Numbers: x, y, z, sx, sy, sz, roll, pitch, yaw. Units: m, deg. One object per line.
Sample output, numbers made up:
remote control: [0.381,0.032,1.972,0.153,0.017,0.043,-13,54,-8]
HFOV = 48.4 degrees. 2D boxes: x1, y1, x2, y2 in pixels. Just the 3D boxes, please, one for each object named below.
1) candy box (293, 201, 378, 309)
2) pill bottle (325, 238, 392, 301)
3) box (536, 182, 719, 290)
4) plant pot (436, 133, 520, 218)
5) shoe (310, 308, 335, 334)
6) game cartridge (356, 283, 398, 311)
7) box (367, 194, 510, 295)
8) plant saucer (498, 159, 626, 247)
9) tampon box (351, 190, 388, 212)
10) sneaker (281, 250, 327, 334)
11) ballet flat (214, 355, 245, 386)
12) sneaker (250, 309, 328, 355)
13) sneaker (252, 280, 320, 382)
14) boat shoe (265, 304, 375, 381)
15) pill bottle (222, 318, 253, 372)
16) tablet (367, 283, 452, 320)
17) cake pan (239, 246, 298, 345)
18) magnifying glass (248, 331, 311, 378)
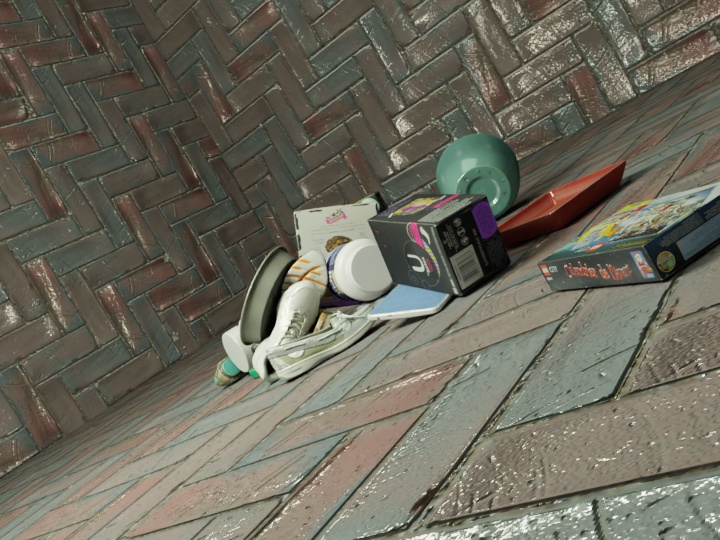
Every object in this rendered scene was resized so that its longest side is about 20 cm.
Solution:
candy box: [-0.039,-0.030,1.604,0.168,0.200,0.072,-7,4,-4]
pill bottle: [0.000,0.000,1.449,0.111,0.111,0.200,-32,4,-12]
box: [0.287,-0.033,0.818,0.137,0.038,0.200,-32,4,-15]
plant pot: [0.279,-0.202,1.861,0.201,0.201,0.161,-30,18,14]
shoe: [-0.064,0.112,1.507,0.200,0.053,0.070,164,125,-84]
game cartridge: [0.084,0.036,1.438,0.133,0.042,0.200,-29,2,-40]
box: [0.118,-0.045,1.254,0.106,0.122,0.200,-30,18,-23]
plant saucer: [0.330,-0.104,1.355,0.200,0.037,0.200,-34,5,-28]
tampon box: [0.021,-0.049,1.724,0.150,0.200,0.126,-30,4,8]
sneaker: [-0.110,0.049,1.508,0.077,0.078,0.200,-69,-1,-66]
ballet flat: [-0.256,0.194,1.782,0.200,0.068,0.075,-38,-7,-46]
sneaker: [-0.154,0.109,1.639,0.200,0.081,0.074,-35,4,-41]
sneaker: [-0.123,0.116,1.428,0.200,0.078,0.099,-65,18,8]
boat shoe: [-0.061,0.111,1.347,0.202,0.065,0.074,-31,4,-3]
pill bottle: [-0.189,0.126,1.721,0.200,0.114,0.114,-32,5,-28]
tablet: [0.108,0.027,1.279,0.130,0.014,0.200,-8,20,34]
cake pan: [-0.166,0.053,1.511,0.200,0.037,0.200,20,-90,-78]
magnifying glass: [-0.138,0.158,1.628,0.200,0.022,0.080,-30,4,-9]
